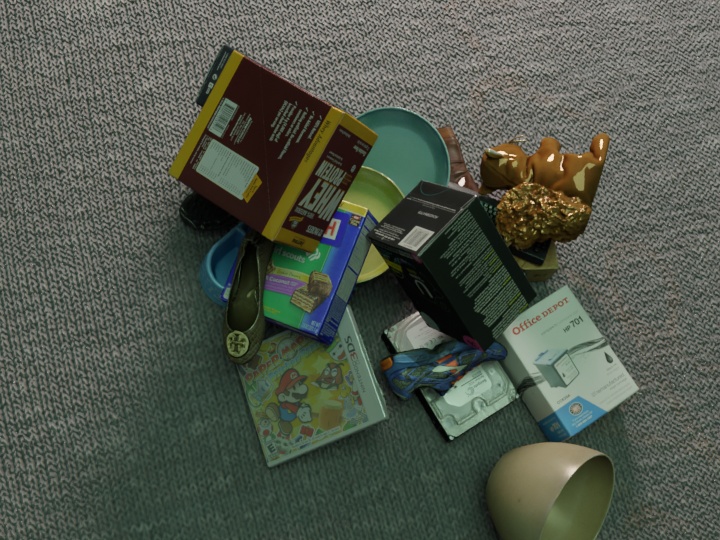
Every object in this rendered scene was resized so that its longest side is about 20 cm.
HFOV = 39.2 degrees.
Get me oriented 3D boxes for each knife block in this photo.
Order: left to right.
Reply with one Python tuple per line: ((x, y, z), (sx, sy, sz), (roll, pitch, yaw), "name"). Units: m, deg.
((0.230, -0.036, 1.658), (0.173, 0.064, 0.202), (0, 71, -10), "knife block")

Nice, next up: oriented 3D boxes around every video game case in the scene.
((-0.076, 0.172, 1.508), (0.198, 0.023, 0.184), (-24, 73, 13), "video game case")

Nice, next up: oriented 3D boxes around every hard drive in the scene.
((0.141, 0.150, 1.593), (0.139, 0.038, 0.201), (-27, 78, -17), "hard drive")

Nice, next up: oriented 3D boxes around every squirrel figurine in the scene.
((0.272, -0.130, 1.585), (0.185, 0.142, 0.201), (17, 53, 7), "squirrel figurine")

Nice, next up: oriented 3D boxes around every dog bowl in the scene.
((-0.166, -0.031, 1.598), (0.111, 0.050, 0.200), (45, 69, 8), "dog bowl")

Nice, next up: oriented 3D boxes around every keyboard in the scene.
((0.204, -0.059, 1.620), (0.198, 0.021, 0.128), (22, 67, 4), "keyboard")

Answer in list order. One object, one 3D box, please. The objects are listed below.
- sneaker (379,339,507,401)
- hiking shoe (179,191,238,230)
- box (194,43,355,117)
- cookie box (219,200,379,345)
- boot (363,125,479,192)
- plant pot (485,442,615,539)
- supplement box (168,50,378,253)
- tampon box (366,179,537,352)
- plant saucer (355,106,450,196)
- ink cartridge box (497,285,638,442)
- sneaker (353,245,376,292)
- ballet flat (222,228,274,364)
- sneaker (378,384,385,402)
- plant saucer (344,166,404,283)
((0.130, 0.149, 1.543), (0.198, 0.075, 0.079), (-12, 86, -7), "sneaker")
((-0.194, -0.125, 1.620), (0.198, 0.101, 0.076), (-22, 104, 7), "hiking shoe")
((-0.131, -0.252, 1.589), (0.199, 0.148, 0.105), (32, 97, 23), "box")
((-0.089, -0.016, 1.502), (0.170, 0.075, 0.202), (19, 80, 18), "cookie box")
((0.118, -0.125, 1.678), (0.185, 0.064, 0.202), (-22, 80, -14), "boot")
((0.263, 0.335, 1.485), (0.134, 0.201, 0.201), (23, 63, 38), "plant pot")
((-0.121, -0.163, 1.423), (0.199, 0.133, 0.199), (32, 95, 22), "supplement box")
((0.134, -0.007, 1.485), (0.126, 0.149, 0.201), (-43, 119, -14), "tampon box")
((0.047, -0.160, 1.631), (0.197, 0.036, 0.203), (0, 91, 8), "plant saucer")
((0.315, 0.149, 1.597), (0.146, 0.086, 0.201), (-30, 79, -18), "ink cartridge box")
((0.000, 0.000, 1.612), (0.198, 0.074, 0.089), (-15, 84, -3), "sneaker")
((-0.162, 0.032, 1.443), (0.067, 0.046, 0.202), (8, 80, 18), "ballet flat")
((-0.044, 0.146, 1.544), (0.099, 0.078, 0.201), (-27, 76, -14), "sneaker")
((-0.020, -0.068, 1.575), (0.197, 0.031, 0.202), (-2, 68, 4), "plant saucer")
